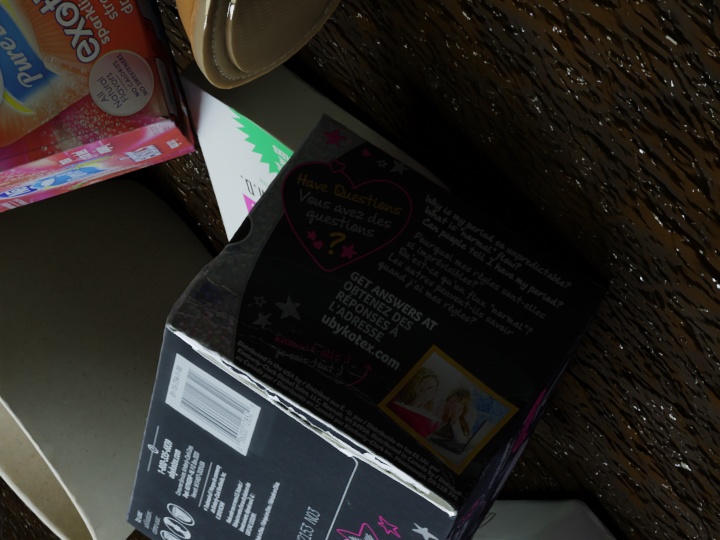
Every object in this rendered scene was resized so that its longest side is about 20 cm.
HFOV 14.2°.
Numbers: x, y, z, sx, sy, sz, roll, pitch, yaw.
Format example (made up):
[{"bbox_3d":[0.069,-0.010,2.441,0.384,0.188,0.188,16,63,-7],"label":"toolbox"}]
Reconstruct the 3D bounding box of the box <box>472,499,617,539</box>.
[{"bbox_3d":[0.068,0.230,1.313,0.200,0.171,0.199,53,165,-5],"label":"box"}]

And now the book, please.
[{"bbox_3d":[0.000,0.000,1.226,0.133,0.048,0.200,37,158,32],"label":"book"}]

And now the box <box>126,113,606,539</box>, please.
[{"bbox_3d":[-0.004,0.053,1.120,0.132,0.115,0.200,33,153,7],"label":"box"}]

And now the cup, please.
[{"bbox_3d":[-0.148,0.033,1.533,0.200,0.143,0.200,46,165,16],"label":"cup"}]

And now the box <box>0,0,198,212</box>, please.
[{"bbox_3d":[-0.126,-0.086,1.147,0.200,0.095,0.100,138,115,-89],"label":"box"}]

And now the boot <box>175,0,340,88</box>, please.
[{"bbox_3d":[-0.077,-0.164,0.985,0.155,0.077,0.200,45,166,27],"label":"boot"}]
